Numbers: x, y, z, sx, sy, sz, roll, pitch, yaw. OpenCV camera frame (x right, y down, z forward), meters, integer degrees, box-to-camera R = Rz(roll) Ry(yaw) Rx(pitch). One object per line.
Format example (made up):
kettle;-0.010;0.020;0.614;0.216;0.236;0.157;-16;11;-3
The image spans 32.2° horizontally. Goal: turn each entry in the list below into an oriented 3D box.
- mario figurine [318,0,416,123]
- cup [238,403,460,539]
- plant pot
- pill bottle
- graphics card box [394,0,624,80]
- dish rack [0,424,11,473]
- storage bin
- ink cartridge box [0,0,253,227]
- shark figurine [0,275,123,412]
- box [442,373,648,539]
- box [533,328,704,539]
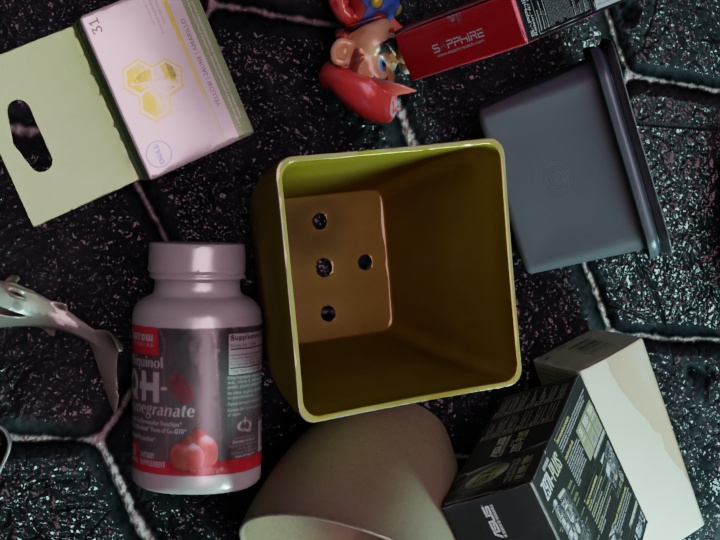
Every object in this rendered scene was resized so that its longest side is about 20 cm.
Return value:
mario figurine;0.024;-0.231;1.096;0.122;0.106;0.203;-1;92;-23
cup;0.010;0.192;1.081;0.199;0.200;0.144;31;58;-19
plant pot;0.000;0.000;1.056;0.198;0.176;0.203;-8;96;-24
pill bottle;-0.137;0.078;1.045;0.109;0.111;0.203;0;93;-21
graphics card box;0.136;-0.224;1.088;0.199;0.125;0.051;-32;105;-47
dish rack;-0.395;0.157;0.979;0.198;0.054;0.155;26;82;-20
storage bin;0.192;-0.098;1.162;0.133;0.146;0.202;-16;100;8
ink cartridge box;-0.207;-0.141;1.042;0.199;0.048;0.147;-27;102;-20
shark figurine;-0.298;0.050;1.014;0.213;0.128;0.090;16;113;-38
box;0.166;0.212;1.078;0.165;0.085;0.200;64;28;-11
box;0.249;0.167;1.208;0.077;0.095;0.202;-25;102;-19
